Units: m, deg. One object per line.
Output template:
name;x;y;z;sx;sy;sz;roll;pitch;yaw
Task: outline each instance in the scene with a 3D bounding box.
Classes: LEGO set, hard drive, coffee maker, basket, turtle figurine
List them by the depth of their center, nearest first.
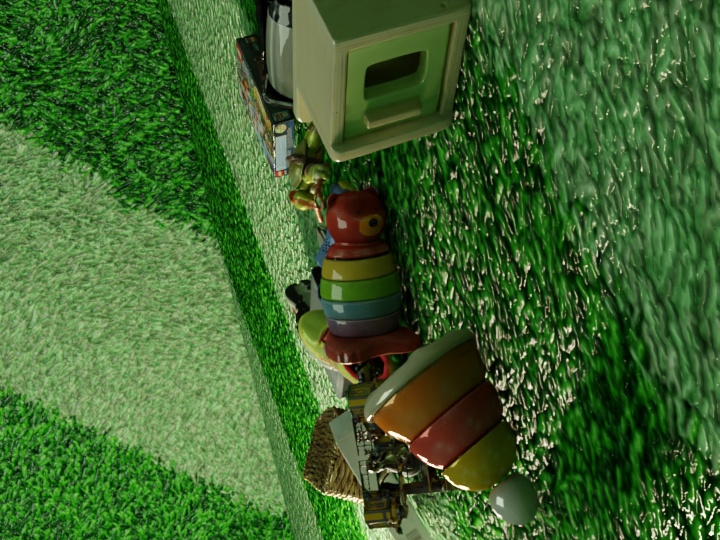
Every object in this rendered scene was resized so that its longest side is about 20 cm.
coffee maker;-0.066;-0.309;1.071;0.202;0.132;0.193;88;160;-45
LEGO set;0.061;0.205;1.181;0.154;0.114;0.204;16;-113;-77
turtle figurine;-0.066;-0.147;1.291;0.200;0.063;0.164;-161;82;-86
hard drive;-0.041;0.097;1.526;0.201;0.032;0.141;98;151;-62
basket;-0.001;0.318;1.699;0.200;0.147;0.145;165;121;-76

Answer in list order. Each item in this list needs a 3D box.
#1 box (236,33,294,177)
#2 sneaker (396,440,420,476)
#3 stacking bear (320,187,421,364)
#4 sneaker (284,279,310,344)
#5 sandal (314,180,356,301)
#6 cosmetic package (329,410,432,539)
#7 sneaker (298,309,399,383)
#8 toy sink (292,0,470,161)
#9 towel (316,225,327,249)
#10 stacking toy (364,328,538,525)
box;-0.162;-0.280;1.680;0.137;0.037;0.202;96;154;-57
sneaker;0.056;0.231;1.384;0.202;0.074;0.117;-112;4;-52
stacking bear;0.000;0.000;1.246;0.113;0.119;0.204;-162;65;-65
sneaker;-0.074;0.093;1.736;0.201;0.076;0.086;-115;3;-55
sandal;-0.022;-0.023;1.335;0.080;0.086;0.203;-127;26;-58
cosmetic package;0.028;0.310;1.459;0.202;0.051;0.151;59;178;-4
sneaker;-0.014;0.107;1.355;0.199;0.079;0.090;32;169;29
toy sink;0.014;-0.185;0.911;0.201;0.128;0.113;97;152;-57
towel;-0.019;0.036;1.500;0.133;0.034;0.203;-127;23;-57
stacking toy;0.110;0.176;1.016;0.201;0.145;0.147;53;161;14
